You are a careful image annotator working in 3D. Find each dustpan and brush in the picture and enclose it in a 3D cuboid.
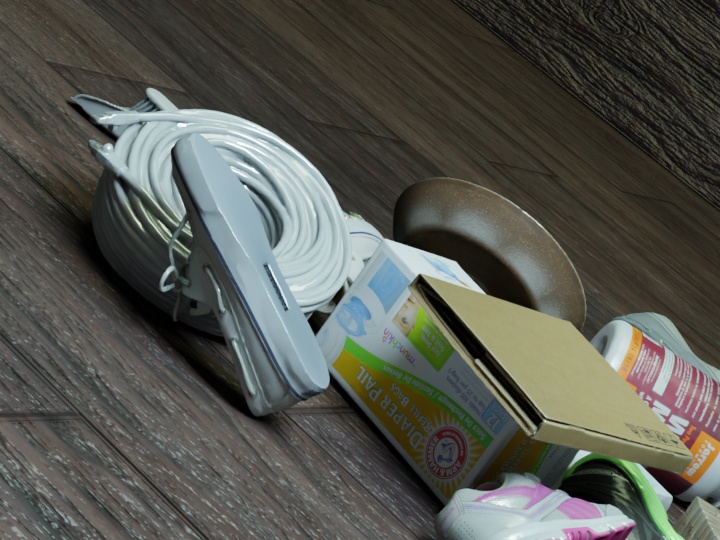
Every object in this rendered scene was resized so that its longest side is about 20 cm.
[{"bbox_3d":[-0.145,-0.112,1.901,0.200,0.057,0.139,41,15,21],"label":"dustpan and brush"}]

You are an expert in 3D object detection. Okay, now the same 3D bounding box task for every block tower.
[{"bbox_3d":[0.296,0.254,1.732,0.058,0.054,0.200,32,14,-14],"label":"block tower"}]

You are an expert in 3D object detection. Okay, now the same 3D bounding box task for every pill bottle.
[{"bbox_3d":[0.287,0.141,1.960,0.199,0.110,0.110,33,14,-7],"label":"pill bottle"}]

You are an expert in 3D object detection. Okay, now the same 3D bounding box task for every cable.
[{"bbox_3d":[-0.105,-0.035,1.622,0.199,0.069,0.201,-10,58,-43],"label":"cable"}]

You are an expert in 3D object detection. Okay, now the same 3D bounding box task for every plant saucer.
[{"bbox_3d":[0.104,0.007,1.887,0.199,0.037,0.201,28,-32,20],"label":"plant saucer"}]

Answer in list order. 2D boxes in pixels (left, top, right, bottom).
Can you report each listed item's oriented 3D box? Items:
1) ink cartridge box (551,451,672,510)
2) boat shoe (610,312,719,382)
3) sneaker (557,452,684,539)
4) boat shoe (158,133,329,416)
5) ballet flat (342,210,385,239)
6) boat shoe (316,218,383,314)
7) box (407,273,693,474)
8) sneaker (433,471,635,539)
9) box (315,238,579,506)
[{"bbox_3d":[0.151,0.135,1.800,0.160,0.047,0.200,17,24,-51],"label":"ink cartridge box"},{"bbox_3d":[0.320,0.112,2.246,0.071,0.071,0.201,3,30,-28],"label":"boat shoe"},{"bbox_3d":[0.216,0.230,1.628,0.083,0.077,0.200,-25,62,-31],"label":"sneaker"},{"bbox_3d":[-0.101,0.009,1.503,0.203,0.086,0.075,63,16,1],"label":"boat shoe"},{"bbox_3d":[0.000,0.000,1.867,0.199,0.076,0.064,30,46,-1],"label":"ballet flat"},{"bbox_3d":[-0.032,0.007,1.749,0.070,0.071,0.199,49,26,20],"label":"boat shoe"},{"bbox_3d":[0.140,0.076,1.569,0.199,0.021,0.164,17,26,-49],"label":"box"},{"bbox_3d":[0.123,0.182,1.520,0.088,0.082,0.199,44,16,28],"label":"sneaker"},{"bbox_3d":[0.071,0.086,1.645,0.101,0.113,0.200,17,24,-50],"label":"box"}]
